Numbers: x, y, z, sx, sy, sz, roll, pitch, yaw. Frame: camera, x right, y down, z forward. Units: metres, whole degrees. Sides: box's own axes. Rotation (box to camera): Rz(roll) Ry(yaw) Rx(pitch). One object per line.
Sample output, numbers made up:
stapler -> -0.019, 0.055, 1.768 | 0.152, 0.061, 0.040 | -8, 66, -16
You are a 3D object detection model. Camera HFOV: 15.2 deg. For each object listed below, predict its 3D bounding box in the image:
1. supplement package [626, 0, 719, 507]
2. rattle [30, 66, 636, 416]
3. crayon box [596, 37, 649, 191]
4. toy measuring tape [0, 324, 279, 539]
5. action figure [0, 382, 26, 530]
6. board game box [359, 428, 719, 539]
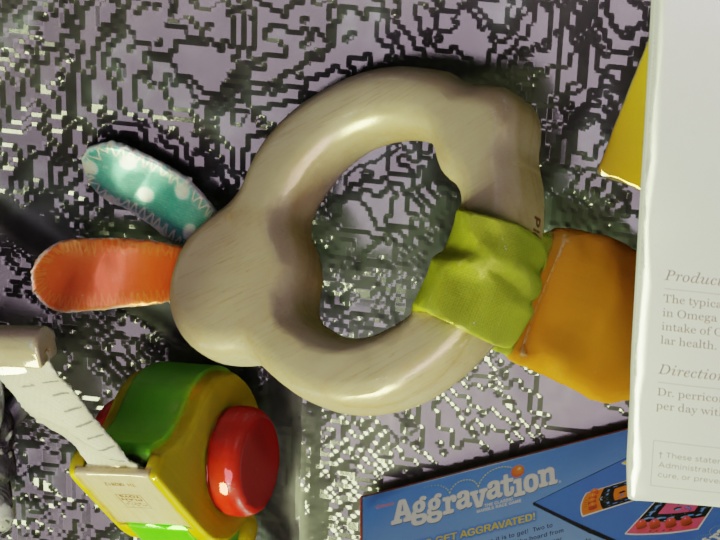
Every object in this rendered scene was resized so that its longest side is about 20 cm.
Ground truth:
supplement package -> 0.147, -0.037, 0.841 | 0.116, 0.117, 0.201 | 5, 118, 8
rattle -> 0.000, 0.000, 0.998 | 0.199, 0.143, 0.131 | -14, 83, 34
crayon box -> 0.195, -0.061, 0.916 | 0.199, 0.051, 0.127 | 20, 119, -1
toy measuring tape -> -0.079, 0.050, 0.992 | 0.073, 0.074, 0.200 | -11, 146, 16
action figure -> -0.183, 0.093, 1.028 | 0.200, 0.119, 0.102 | -25, 96, 32
board game box -> 0.094, 0.106, 0.996 | 0.199, 0.103, 0.019 | -16, 139, 18
